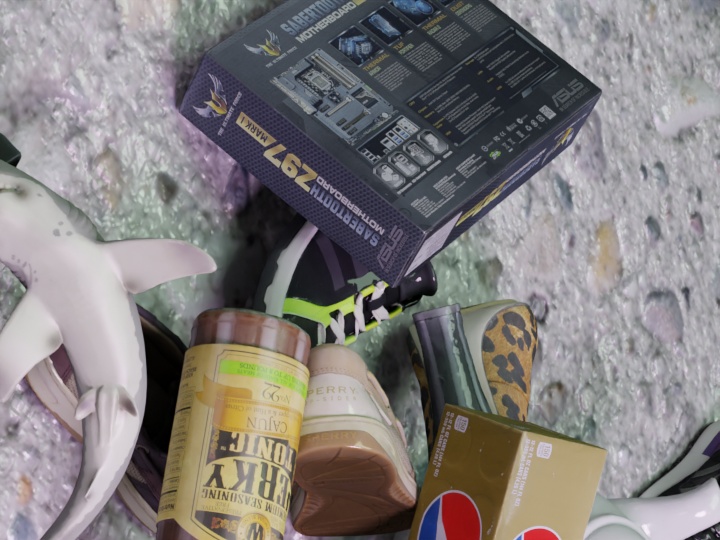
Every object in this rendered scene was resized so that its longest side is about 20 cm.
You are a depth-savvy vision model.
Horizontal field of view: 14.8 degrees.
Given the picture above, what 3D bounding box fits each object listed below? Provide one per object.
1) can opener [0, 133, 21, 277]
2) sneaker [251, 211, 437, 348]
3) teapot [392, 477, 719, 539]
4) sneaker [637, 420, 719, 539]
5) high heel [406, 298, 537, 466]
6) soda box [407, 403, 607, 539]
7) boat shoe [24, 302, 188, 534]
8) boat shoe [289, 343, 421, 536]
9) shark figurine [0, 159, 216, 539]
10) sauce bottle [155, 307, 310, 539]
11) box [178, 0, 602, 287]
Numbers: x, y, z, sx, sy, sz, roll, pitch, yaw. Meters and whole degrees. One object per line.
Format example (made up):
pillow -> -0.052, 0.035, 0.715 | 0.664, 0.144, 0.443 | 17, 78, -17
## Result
can opener -> -0.224, -0.003, 1.293 | 0.066, 0.053, 0.200 | 44, 40, 8
sneaker -> 0.000, 0.000, 1.512 | 0.072, 0.082, 0.201 | 92, 20, -54
teapot -> 0.112, 0.204, 1.584 | 0.197, 0.146, 0.201 | 20, 70, -47
sneaker -> 0.236, 0.158, 1.789 | 0.200, 0.087, 0.076 | -49, 121, -42
high heel -> 0.073, 0.091, 1.587 | 0.200, 0.071, 0.143 | 1, 76, -76
soda box -> 0.060, 0.177, 1.448 | 0.064, 0.068, 0.201 | 14, 92, -39
boat shoe -> -0.095, 0.080, 1.414 | 0.200, 0.065, 0.072 | 50, 49, -33
boat shoe -> -0.007, 0.094, 1.463 | 0.200, 0.072, 0.065 | 76, 9, -69
shark figurine -> -0.131, 0.048, 1.305 | 0.090, 0.127, 0.216 | -114, -157, -77
sauce bottle -> -0.066, 0.121, 1.342 | 0.065, 0.064, 0.201 | 26, 65, -46
box -> 0.019, -0.094, 1.529 | 0.158, 0.051, 0.200 | 40, 41, 10
